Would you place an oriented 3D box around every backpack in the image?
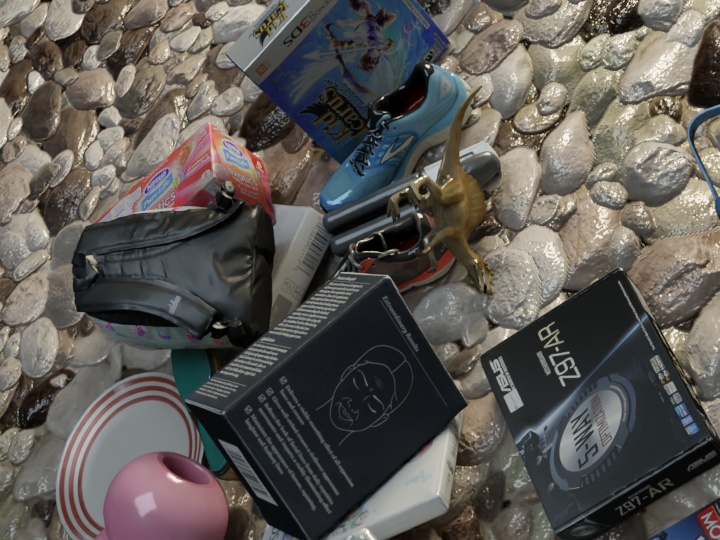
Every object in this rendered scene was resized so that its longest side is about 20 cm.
[{"bbox_3d":[-0.189,0.013,1.610,0.198,0.127,0.169,-3,63,13],"label":"backpack"}]

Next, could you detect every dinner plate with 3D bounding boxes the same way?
[{"bbox_3d":[-0.240,0.205,1.693,0.199,0.024,0.202,-18,54,26],"label":"dinner plate"}]

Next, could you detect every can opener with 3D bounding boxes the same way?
[{"bbox_3d":[0.050,-0.075,1.617,0.198,0.067,0.054,-24,72,13],"label":"can opener"}]

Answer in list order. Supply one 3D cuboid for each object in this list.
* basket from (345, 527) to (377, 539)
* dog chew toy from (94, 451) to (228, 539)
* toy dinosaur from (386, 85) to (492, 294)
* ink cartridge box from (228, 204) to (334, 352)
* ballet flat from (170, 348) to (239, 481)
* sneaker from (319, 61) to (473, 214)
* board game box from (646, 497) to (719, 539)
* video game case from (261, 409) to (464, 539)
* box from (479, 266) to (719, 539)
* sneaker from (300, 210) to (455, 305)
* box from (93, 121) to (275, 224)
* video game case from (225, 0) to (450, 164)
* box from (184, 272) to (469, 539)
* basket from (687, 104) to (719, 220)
[{"bbox_3d":[0.017,0.366,1.327,0.198,0.161,0.200,-45,47,4],"label":"basket"},{"bbox_3d":[-0.211,0.280,1.565,0.124,0.124,0.201,38,106,42],"label":"dog chew toy"},{"bbox_3d":[0.080,-0.073,1.544,0.058,0.100,0.202,9,109,56],"label":"toy dinosaur"},{"bbox_3d":[-0.127,0.006,1.729,0.199,0.050,0.162,6,67,55],"label":"ink cartridge box"},{"bbox_3d":[-0.142,0.137,1.637,0.070,0.071,0.201,-37,46,11],"label":"ballet flat"},{"bbox_3d":[0.022,-0.141,1.669,0.200,0.090,0.078,-48,47,6],"label":"sneaker"},{"bbox_3d":[0.290,0.292,1.248,0.199,0.062,0.201,-32,50,14],"label":"board game box"},{"bbox_3d":[0.000,0.201,1.466,0.199,0.024,0.182,-26,18,19],"label":"video game case"},{"bbox_3d":[0.210,0.119,1.416,0.159,0.043,0.201,-33,50,14],"label":"box"},{"bbox_3d":[0.000,0.000,1.606,0.199,0.082,0.077,-36,49,12],"label":"sneaker"},{"bbox_3d":[-0.196,-0.050,1.735,0.200,0.094,0.103,-39,38,23],"label":"box"},{"bbox_3d":[-0.019,-0.232,1.676,0.181,0.200,0.045,-46,50,3],"label":"video game case"},{"bbox_3d":[-0.030,0.119,1.448,0.199,0.149,0.107,-38,17,-19],"label":"box"},{"bbox_3d":[0.384,-0.074,1.344,0.175,0.139,0.202,-25,62,22],"label":"basket"}]
